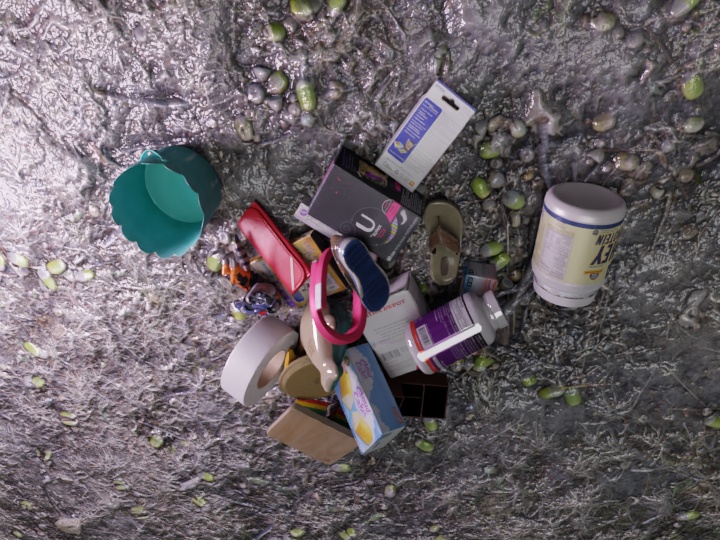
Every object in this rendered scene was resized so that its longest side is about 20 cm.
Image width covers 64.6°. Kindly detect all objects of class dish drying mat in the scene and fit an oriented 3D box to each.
[{"bbox_3d":[-0.184,-0.048,1.205,0.201,0.018,0.077,50,122,8],"label":"dish drying mat"}]

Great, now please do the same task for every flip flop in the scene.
[{"bbox_3d":[0.169,-0.051,1.168,0.079,0.058,0.204,1,121,9],"label":"flip flop"}]

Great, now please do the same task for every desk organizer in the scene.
[{"bbox_3d":[0.114,0.293,1.340,0.196,0.078,0.073,7,124,-16],"label":"desk organizer"}]

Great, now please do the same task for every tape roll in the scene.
[{"bbox_3d":[-0.227,0.205,1.301,0.070,0.202,0.205,31,123,15],"label":"tape roll"}]

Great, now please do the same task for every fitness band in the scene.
[{"bbox_3d":[-0.043,0.050,1.163,0.037,0.204,0.142,-18,149,37],"label":"fitness band"}]

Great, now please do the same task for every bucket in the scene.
[{"bbox_3d":[-0.390,-0.147,1.159,0.202,0.136,0.211,4,121,6],"label":"bucket"}]

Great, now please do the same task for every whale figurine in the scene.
[{"bbox_3d":[-0.062,0.154,1.219,0.102,0.202,0.160,0,139,-25],"label":"whale figurine"}]

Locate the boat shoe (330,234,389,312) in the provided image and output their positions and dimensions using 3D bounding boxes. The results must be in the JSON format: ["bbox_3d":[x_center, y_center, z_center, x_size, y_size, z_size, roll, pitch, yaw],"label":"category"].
[{"bbox_3d":[0.000,0.000,1.137,0.072,0.072,0.202,-38,132,-15],"label":"boat shoe"}]

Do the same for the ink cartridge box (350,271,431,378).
[{"bbox_3d":[0.089,0.123,1.270,0.145,0.086,0.202,-21,114,20],"label":"ink cartridge box"}]

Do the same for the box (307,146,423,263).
[{"bbox_3d":[0.013,-0.129,1.119,0.197,0.107,0.123,29,121,-8],"label":"box"}]

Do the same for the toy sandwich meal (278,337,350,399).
[{"bbox_3d":[-0.109,0.231,1.365,0.201,0.071,0.207,-12,139,-10],"label":"toy sandwich meal"}]

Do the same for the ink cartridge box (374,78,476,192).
[{"bbox_3d":[0.120,-0.252,1.070,0.094,0.037,0.201,33,123,-10],"label":"ink cartridge box"}]

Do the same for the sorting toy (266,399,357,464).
[{"bbox_3d":[-0.114,0.400,1.460,0.196,0.070,0.200,29,138,-11],"label":"sorting toy"}]

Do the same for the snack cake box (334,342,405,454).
[{"bbox_3d":[0.011,0.279,1.246,0.066,0.202,0.116,-8,148,-32],"label":"snack cake box"}]

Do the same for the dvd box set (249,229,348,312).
[{"bbox_3d":[-0.139,0.006,1.251,0.197,0.030,0.147,-22,115,32],"label":"dvd box set"}]

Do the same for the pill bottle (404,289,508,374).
[{"bbox_3d":[0.194,0.120,1.151,0.197,0.113,0.113,-29,113,13],"label":"pill bottle"}]

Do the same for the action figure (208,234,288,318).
[{"bbox_3d":[-0.225,0.026,1.216,0.194,0.105,0.198,48,153,-23],"label":"action figure"}]

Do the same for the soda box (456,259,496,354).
[{"bbox_3d":[0.239,0.083,1.234,0.067,0.064,0.203,10,121,3],"label":"soda box"}]

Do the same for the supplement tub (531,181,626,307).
[{"bbox_3d":[0.406,-0.049,1.079,0.142,0.146,0.204,5,122,6],"label":"supplement tub"}]

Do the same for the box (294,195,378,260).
[{"bbox_3d":[-0.043,-0.085,1.194,0.198,0.042,0.039,30,122,-10],"label":"box"}]
